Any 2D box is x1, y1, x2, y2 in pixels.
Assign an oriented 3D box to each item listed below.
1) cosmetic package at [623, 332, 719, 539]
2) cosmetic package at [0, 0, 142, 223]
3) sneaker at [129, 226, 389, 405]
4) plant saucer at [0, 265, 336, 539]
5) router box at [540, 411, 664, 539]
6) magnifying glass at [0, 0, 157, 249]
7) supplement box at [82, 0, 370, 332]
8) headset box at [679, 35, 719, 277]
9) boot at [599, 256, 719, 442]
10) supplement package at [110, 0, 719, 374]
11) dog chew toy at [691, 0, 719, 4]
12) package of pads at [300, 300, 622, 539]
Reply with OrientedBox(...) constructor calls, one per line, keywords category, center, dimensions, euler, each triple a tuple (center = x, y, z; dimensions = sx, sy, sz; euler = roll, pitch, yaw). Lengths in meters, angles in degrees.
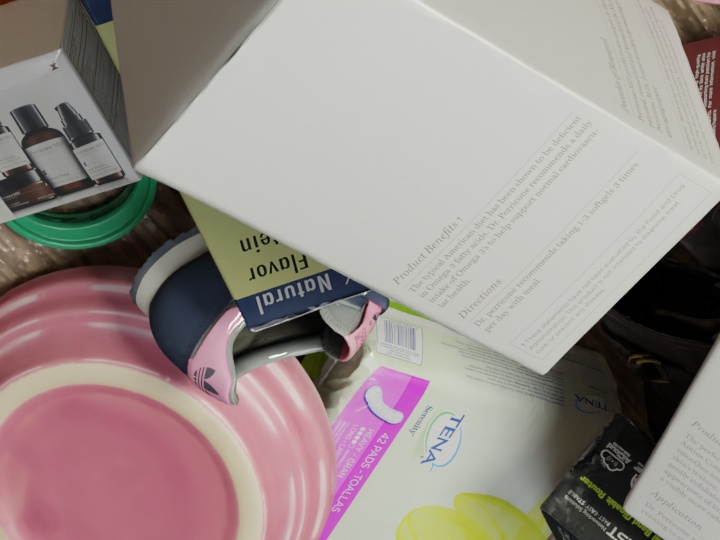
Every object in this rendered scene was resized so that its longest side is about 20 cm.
OrientedBox(category="cosmetic package", center=(0.200, 0.053, 1.258), dimensions=(0.101, 0.074, 0.200), euler=(35, 133, 11))
OrientedBox(category="cosmetic package", center=(-0.201, -0.054, 1.282), dimensions=(0.199, 0.051, 0.083), euler=(-17, 129, 16))
OrientedBox(category="sneaker", center=(0.000, 0.000, 1.334), dimensions=(0.199, 0.082, 0.070), euler=(-26, 148, -12))
OrientedBox(category="plant saucer", center=(-0.113, 0.095, 1.403), dimensions=(0.199, 0.051, 0.201), euler=(6, 122, 10))
OrientedBox(category="router box", center=(0.170, 0.156, 1.430), dimensions=(0.062, 0.150, 0.200), euler=(-49, 164, -6))
OrientedBox(category="magnifying glass", center=(-0.149, -0.086, 1.304), dimensions=(0.079, 0.022, 0.200), euler=(-16, 134, 5))
OrientedBox(category="supplement box", center=(0.004, -0.115, 1.226), dimensions=(0.199, 0.135, 0.200), euler=(-19, 131, 7))
OrientedBox(category="headset box", center=(0.223, -0.048, 1.315), dimensions=(0.199, 0.075, 0.149), euler=(-11, 147, 32))
OrientedBox(category="boot", center=(0.192, 0.062, 1.387), dimensions=(0.199, 0.069, 0.174), euler=(21, 160, 28))
OrientedBox(category="supplement package", center=(0.021, -0.070, 1.098), dimensions=(0.200, 0.118, 0.117), euler=(28, 121, -30))
OrientedBox(category="dog chew toy", center=(0.159, -0.206, 1.166), dimensions=(0.124, 0.125, 0.201), euler=(6, 97, -15))
OrientedBox(category="package of pads", center=(0.025, 0.108, 1.472), dimensions=(0.154, 0.068, 0.200), euler=(17, 127, -22))
